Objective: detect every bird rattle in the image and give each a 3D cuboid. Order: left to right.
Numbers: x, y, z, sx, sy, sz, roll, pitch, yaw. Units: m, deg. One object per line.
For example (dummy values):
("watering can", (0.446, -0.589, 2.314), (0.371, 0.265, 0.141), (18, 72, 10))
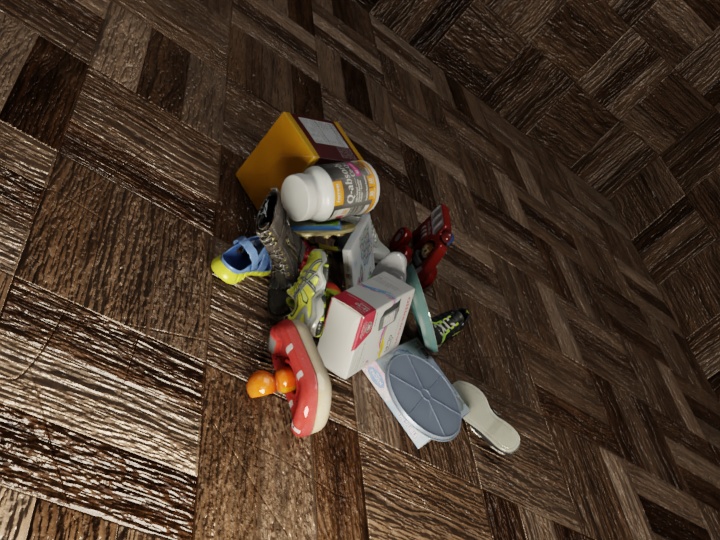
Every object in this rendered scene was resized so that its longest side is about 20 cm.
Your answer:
("bird rattle", (-0.089, 0.045, 1.645), (0.163, 0.112, 0.201), (41, 14, -41))

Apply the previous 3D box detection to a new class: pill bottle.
("pill bottle", (-0.063, -0.165, 1.685), (0.198, 0.117, 0.117), (-15, 63, -42))

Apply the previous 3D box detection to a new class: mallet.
("mallet", (-0.088, -0.047, 1.802), (0.198, 0.041, 0.066), (3, 45, -47))

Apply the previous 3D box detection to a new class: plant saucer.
("plant saucer", (0.130, 0.086, 1.763), (0.200, 0.027, 0.203), (-17, 91, -90))

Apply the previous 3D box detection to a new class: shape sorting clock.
("shape sorting clock", (-0.109, -0.089, 1.707), (0.196, 0.040, 0.200), (-1, 16, 0))

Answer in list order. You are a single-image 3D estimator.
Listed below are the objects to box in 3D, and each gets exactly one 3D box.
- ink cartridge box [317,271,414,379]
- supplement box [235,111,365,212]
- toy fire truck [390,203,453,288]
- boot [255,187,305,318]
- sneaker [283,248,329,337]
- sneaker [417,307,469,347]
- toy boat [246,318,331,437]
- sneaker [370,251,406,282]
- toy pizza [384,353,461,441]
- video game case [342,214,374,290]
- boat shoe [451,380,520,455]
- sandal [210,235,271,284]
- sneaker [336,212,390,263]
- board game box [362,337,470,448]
("ink cartridge box", (0.011, 0.104, 1.572), (0.085, 0.150, 0.199), (29, 29, 26))
("supplement box", (-0.132, -0.227, 1.800), (0.199, 0.197, 0.134), (-3, 53, -54))
("toy fire truck", (0.168, -0.064, 2.029), (0.111, 0.168, 0.201), (33, 30, -20))
("boot", (-0.162, -0.031, 1.511), (0.175, 0.068, 0.203), (66, 26, -57))
("sneaker", (-0.099, 0.033, 1.491), (0.075, 0.076, 0.202), (5, 44, -3))
("sneaker", (0.205, 0.124, 1.922), (0.072, 0.083, 0.199), (50, 28, 11))
("toy boat", (-0.131, 0.188, 1.363), (0.129, 0.131, 0.202), (-12, 56, -23))
("sneaker", (0.061, 0.048, 1.728), (0.074, 0.203, 0.114), (21, 17, 14))
("toy pizza", (0.121, 0.255, 1.598), (0.199, 0.032, 0.202), (30, 34, -23))
("video game case", (0.000, 0.000, 1.742), (0.023, 0.185, 0.201), (1, 25, 13))
("boat shoe", (0.272, 0.328, 1.768), (0.199, 0.074, 0.061), (41, -17, 25))
("sandal", (-0.205, -0.035, 1.567), (0.079, 0.087, 0.200), (45, 26, 5))
("sneaker", (0.007, -0.092, 1.920), (0.199, 0.100, 0.075), (36, 26, -20))
("board game box", (0.119, 0.250, 1.677), (0.201, 0.043, 0.198), (54, 29, 14))
